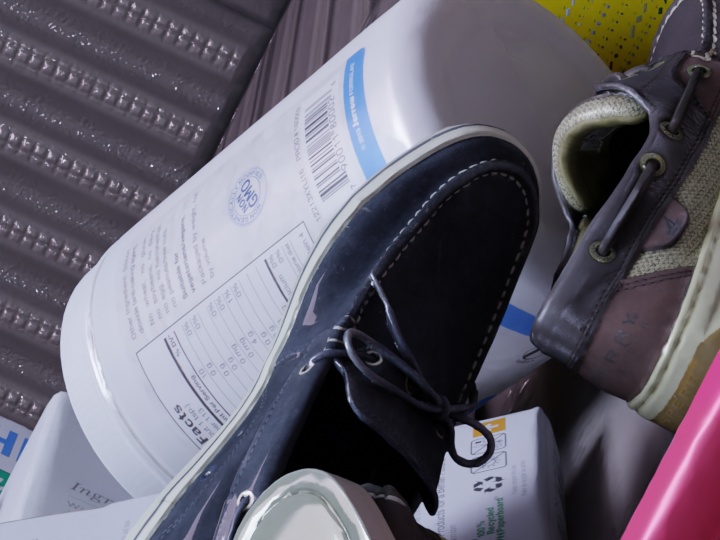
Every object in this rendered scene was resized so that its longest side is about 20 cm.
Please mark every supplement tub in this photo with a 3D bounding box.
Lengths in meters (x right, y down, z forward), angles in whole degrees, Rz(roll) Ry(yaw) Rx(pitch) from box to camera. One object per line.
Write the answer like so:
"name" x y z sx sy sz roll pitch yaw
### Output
"supplement tub" 0.000 0.000 0.931 0.200 0.132 0.132 -38 24 37

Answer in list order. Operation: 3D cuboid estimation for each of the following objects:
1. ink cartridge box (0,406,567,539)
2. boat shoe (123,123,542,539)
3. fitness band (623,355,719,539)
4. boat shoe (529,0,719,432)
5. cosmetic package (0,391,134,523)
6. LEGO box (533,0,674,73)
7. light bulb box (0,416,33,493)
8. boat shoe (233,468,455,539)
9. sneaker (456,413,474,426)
"ink cartridge box" -0.033 0.121 0.802 0.198 0.199 0.047 -86 -22 -66
"boat shoe" 0.002 0.042 0.759 0.062 0.075 0.200 10 57 48
"fitness band" 0.103 0.055 0.569 0.144 0.037 0.201 -109 44 -74
"boat shoe" 0.094 -0.036 0.825 0.200 0.065 0.073 -76 13 -53
"cosmetic package" -0.084 0.182 0.964 0.165 0.165 0.200 -61 10 23
"LEGO box" 0.122 -0.163 0.975 0.200 0.077 0.149 -61 9 30
"light bulb box" -0.153 0.201 1.234 0.125 0.198 0.200 -53 16 47
"boat shoe" 0.025 0.139 0.648 0.072 0.060 0.202 -41 49 26
"sneaker" -0.050 0.109 1.085 0.199 0.129 0.080 -60 8 30
